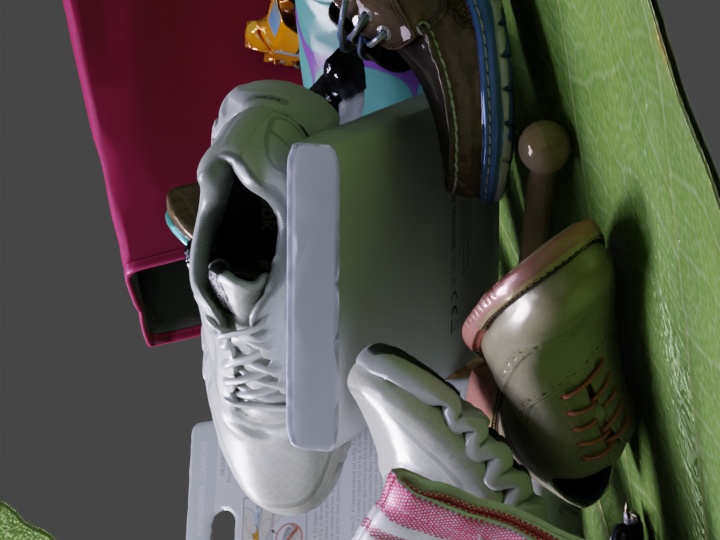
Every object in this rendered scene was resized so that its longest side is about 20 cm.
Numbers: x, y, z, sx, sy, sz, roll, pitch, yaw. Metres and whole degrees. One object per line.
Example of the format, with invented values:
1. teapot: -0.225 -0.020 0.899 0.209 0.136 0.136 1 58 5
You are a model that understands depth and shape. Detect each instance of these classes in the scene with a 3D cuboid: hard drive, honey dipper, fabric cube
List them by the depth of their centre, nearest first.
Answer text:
1. honey dipper: 0.076 -0.007 1.254 0.200 0.038 0.038 89 166 -62
2. hard drive: 0.018 -0.008 1.267 0.200 0.027 0.133 -27 -60 -65
3. fabric cube: -0.061 -0.091 1.663 0.200 0.195 0.200 93 164 -76

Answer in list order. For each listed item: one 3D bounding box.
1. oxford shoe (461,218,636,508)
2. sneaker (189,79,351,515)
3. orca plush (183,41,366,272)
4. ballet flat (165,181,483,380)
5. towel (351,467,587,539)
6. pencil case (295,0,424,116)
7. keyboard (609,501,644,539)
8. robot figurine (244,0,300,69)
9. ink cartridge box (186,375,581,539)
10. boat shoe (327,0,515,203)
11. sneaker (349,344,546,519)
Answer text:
1. oxford shoe: 0.089 0.040 1.155 0.074 0.071 0.200 52 171 18
2. sneaker: -0.045 0.021 1.238 0.081 0.075 0.201 -57 -34 -64
3. orca plush: -0.042 -0.008 1.298 0.105 0.071 0.201 -124 43 -52
4. ballet flat: 0.000 0.000 1.392 0.200 0.072 0.068 36 -149 -3
5. towel: 0.043 0.182 1.146 0.030 0.146 0.201 -69 4 -58
6. pencil case: 0.015 -0.106 1.380 0.093 0.085 0.200 -57 -23 -31
7. keyboard: 0.133 0.185 1.241 0.200 0.020 0.128 83 171 -52
8. robot figurine: -0.020 -0.183 1.483 0.200 0.058 0.146 120 156 -73
9. ink cartridge box: 0.009 0.140 1.328 0.050 0.199 0.163 29 -124 -51
10. boat shoe: 0.021 -0.122 1.223 0.072 0.072 0.201 95 166 -74
11. sneaker: 0.043 0.124 1.179 0.201 0.081 0.075 60 171 -16
